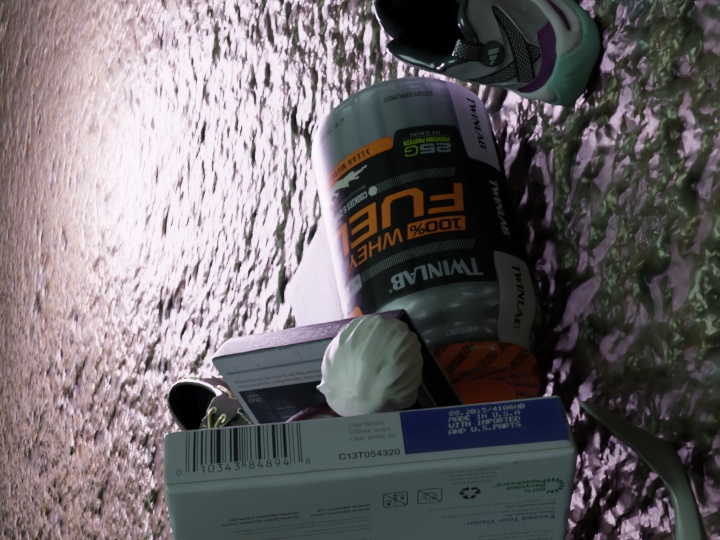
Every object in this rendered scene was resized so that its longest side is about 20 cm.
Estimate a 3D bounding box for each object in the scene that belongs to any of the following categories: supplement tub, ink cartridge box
[{"bbox_3d":[0.042,-0.008,0.817,0.123,0.121,0.202,-50,44,47],"label":"supplement tub"},{"bbox_3d":[0.006,0.151,0.683,0.044,0.193,0.202,-99,6,-45],"label":"ink cartridge box"}]

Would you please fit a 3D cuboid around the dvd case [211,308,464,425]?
[{"bbox_3d":[0.016,0.115,0.768,0.149,0.025,0.201,-12,118,44],"label":"dvd case"}]

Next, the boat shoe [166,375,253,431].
[{"bbox_3d":[-0.116,0.142,1.166,0.201,0.060,0.073,27,109,62],"label":"boat shoe"}]

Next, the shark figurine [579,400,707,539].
[{"bbox_3d":[0.132,0.185,0.646,0.128,0.088,0.217,34,116,59],"label":"shark figurine"}]

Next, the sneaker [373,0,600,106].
[{"bbox_3d":[0.047,-0.171,0.821,0.200,0.138,0.079,49,127,55],"label":"sneaker"}]

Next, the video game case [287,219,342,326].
[{"bbox_3d":[0.000,0.000,1.015,0.201,0.018,0.144,-61,34,38],"label":"video game case"}]

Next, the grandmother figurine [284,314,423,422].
[{"bbox_3d":[0.003,0.105,0.710,0.061,0.119,0.202,-89,2,-49],"label":"grandmother figurine"}]
